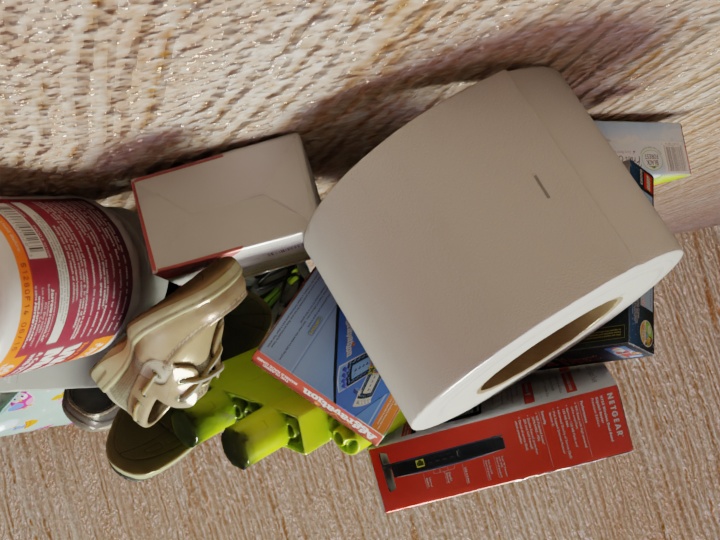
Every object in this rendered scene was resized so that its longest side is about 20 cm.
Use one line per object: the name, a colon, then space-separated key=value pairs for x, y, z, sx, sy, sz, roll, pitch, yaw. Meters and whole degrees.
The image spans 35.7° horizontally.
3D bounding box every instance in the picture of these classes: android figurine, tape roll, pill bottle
android figurine: x=-0.037 y=0.085 z=0.833 sx=0.181 sy=0.042 sz=0.199 roll=9 pitch=-155 yaw=44
tape roll: x=0.082 y=-0.010 z=0.706 sx=0.201 sy=0.140 sz=0.203 roll=-30 pitch=166 yaw=-8
pill bottle: x=-0.209 y=0.007 z=0.714 sx=0.108 sy=0.111 sz=0.200 roll=-13 pitch=179 yaw=20

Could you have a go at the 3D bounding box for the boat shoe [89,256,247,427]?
boat shoe: x=-0.117 y=0.052 z=0.729 sx=0.072 sy=0.065 sz=0.200 roll=-38 pitch=180 yaw=-39

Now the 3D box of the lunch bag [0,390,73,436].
lunch bag: x=-0.287 y=0.055 z=1.060 sx=0.200 sy=0.122 sz=0.170 roll=-46 pitch=163 yaw=19

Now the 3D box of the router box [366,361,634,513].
router box: x=0.104 y=0.111 z=0.851 sx=0.177 sy=0.050 sz=0.200 roll=-16 pitch=-176 yaw=8

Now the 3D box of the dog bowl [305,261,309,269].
dog bowl: x=-0.138 y=0.020 z=1.180 sx=0.198 sy=0.113 sz=0.050 roll=-9 pitch=161 yaw=-34

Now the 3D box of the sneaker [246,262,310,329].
sneaker: x=-0.074 y=0.018 z=1.059 sx=0.070 sy=0.084 sz=0.199 roll=-23 pitch=-143 yaw=-35

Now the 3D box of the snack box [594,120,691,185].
snack box: x=0.170 y=-0.086 z=0.962 sx=0.198 sy=0.054 sz=0.141 roll=-5 pitch=171 yaw=-43

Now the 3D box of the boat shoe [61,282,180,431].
boat shoe: x=-0.197 y=0.057 z=1.000 sx=0.201 sy=0.074 sz=0.074 roll=-55 pitch=170 yaw=-44

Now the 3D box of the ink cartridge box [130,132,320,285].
ink cartridge box: x=-0.084 y=-0.035 z=0.806 sx=0.115 sy=0.068 sz=0.200 roll=-15 pitch=175 yaw=-1

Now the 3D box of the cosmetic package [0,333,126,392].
cosmetic package: x=-0.260 y=0.039 z=0.859 sx=0.106 sy=0.091 sz=0.199 roll=17 pitch=-169 yaw=34

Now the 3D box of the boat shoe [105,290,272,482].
boat shoe: x=-0.137 y=0.101 z=0.914 sx=0.202 sy=0.071 sz=0.066 roll=-56 pitch=171 yaw=-40

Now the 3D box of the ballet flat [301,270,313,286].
ballet flat: x=0.000 y=0.000 z=0.869 sx=0.068 sy=0.068 sz=0.200 roll=-56 pitch=-176 yaw=18

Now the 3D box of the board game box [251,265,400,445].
board game box: x=0.014 y=0.019 z=0.797 sx=0.201 sy=0.102 sz=0.020 roll=-56 pitch=178 yaw=-38

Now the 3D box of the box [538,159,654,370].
box: x=0.127 y=0.006 z=0.854 sx=0.198 sy=0.139 sz=0.037 roll=-12 pitch=156 yaw=42
